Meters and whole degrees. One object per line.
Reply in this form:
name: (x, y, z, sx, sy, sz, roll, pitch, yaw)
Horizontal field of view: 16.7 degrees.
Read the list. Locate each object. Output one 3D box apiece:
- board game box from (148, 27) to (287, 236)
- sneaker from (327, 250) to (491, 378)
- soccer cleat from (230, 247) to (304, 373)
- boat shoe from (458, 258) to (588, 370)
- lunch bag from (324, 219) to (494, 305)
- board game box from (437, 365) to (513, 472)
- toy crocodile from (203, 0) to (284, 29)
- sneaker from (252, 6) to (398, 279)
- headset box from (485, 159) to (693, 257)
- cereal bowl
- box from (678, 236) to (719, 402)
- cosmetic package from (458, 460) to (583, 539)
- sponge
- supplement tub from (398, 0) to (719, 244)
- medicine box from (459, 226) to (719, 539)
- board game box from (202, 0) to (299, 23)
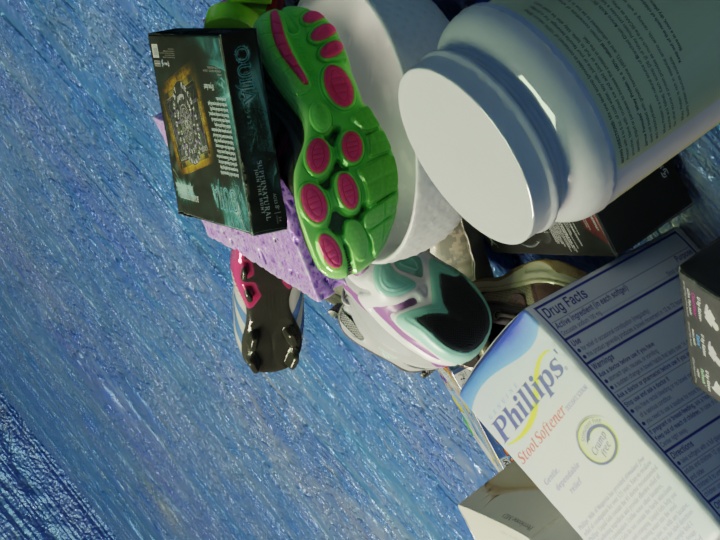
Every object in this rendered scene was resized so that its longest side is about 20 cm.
board game box: (-0.100, -0.099, 1.685, 0.200, 0.028, 0.136, -162, 62, -71)
sneaker: (0.000, 0.000, 1.824, 0.200, 0.078, 0.140, 55, 152, 1)
soccer cleat: (-0.077, -0.006, 1.980, 0.086, 0.070, 0.200, -106, 17, -44)
boat shoe: (0.109, 0.046, 1.829, 0.072, 0.065, 0.200, 33, 154, -15)
lunch bag: (0.025, -0.043, 1.958, 0.200, 0.117, 0.164, 28, 140, 45)
board game box: (0.098, 0.103, 2.052, 0.136, 0.034, 0.200, 62, 178, -17)
toy crocodile: (-0.081, -0.169, 1.768, 0.062, 0.068, 0.200, 12, 149, -2)
sneaker: (-0.026, -0.081, 1.638, 0.084, 0.077, 0.200, 110, 150, -59)
headset box: (0.133, -0.091, 1.701, 0.149, 0.077, 0.200, 61, 158, -13)
cereal bowl: (0.028, -0.109, 1.681, 0.200, 0.083, 0.201, 44, 140, 52)
box: (0.304, 0.049, 1.475, 0.200, 0.122, 0.106, 37, 153, 40)
cosmetic package: (0.183, 0.152, 1.789, 0.103, 0.200, 0.073, 17, 138, 58)
sponge: (-0.082, -0.054, 1.808, 0.200, 0.030, 0.112, 29, 146, 59)
supplement tub: (0.137, -0.120, 1.472, 0.145, 0.200, 0.145, 45, 157, 25)
medicine box: (0.203, 0.095, 1.653, 0.200, 0.182, 0.103, 49, 133, 15)
board game box: (-0.028, -0.135, 1.823, 0.200, 0.032, 0.120, 54, 149, 0)
